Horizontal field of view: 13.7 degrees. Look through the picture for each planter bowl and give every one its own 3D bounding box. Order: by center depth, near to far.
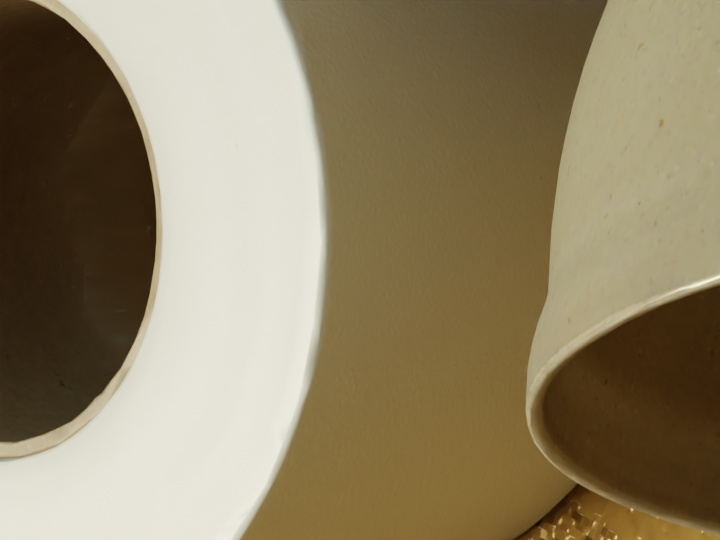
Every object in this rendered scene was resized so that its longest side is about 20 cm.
[{"bbox_3d":[0.129,-0.037,0.505,0.200,0.200,0.135,-18,62,46],"label":"planter bowl"}]

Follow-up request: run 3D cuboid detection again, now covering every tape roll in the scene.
[{"bbox_3d":[-0.045,-0.015,0.712,0.202,0.139,0.203,4,97,37],"label":"tape roll"}]
